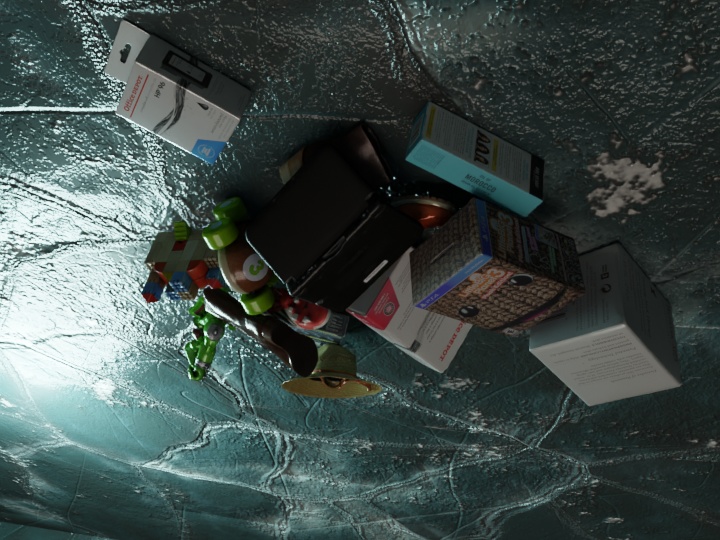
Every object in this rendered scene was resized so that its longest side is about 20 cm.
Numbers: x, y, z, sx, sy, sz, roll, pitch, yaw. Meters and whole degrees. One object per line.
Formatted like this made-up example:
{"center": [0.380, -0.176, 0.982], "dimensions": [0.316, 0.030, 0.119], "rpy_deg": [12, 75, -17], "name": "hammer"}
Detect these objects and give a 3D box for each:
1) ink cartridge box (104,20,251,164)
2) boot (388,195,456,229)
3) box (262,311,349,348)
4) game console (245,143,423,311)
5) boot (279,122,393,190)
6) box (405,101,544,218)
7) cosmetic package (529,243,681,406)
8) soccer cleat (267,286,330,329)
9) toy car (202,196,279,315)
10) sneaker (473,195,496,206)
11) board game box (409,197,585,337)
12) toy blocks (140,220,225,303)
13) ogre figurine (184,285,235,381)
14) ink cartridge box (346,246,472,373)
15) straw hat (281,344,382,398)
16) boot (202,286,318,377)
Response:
{"center": [-0.273, -0.252, 1.029], "dimensions": [0.199, 0.068, 0.116], "rpy_deg": [27, 140, -17], "name": "ink cartridge box"}
{"center": [0.059, -0.059, 1.136], "dimensions": [0.199, 0.108, 0.075], "rpy_deg": [-7, 163, 26], "name": "boot"}
{"center": [-0.131, 0.105, 1.423], "dimensions": [0.199, 0.049, 0.161], "rpy_deg": [16, 160, -3], "name": "box"}
{"center": [-0.038, -0.057, 1.077], "dimensions": [0.200, 0.117, 0.176], "rpy_deg": [-44, 139, 20], "name": "game console"}
{"center": [-0.024, -0.105, 1.089], "dimensions": [0.166, 0.072, 0.201], "rpy_deg": [-18, 101, 29], "name": "boot"}
{"center": [0.165, -0.156, 1.016], "dimensions": [0.199, 0.083, 0.049], "rpy_deg": [24, 142, -14], "name": "box"}
{"center": [0.405, 0.095, 1.194], "dimensions": [0.166, 0.168, 0.200], "rpy_deg": [-24, 131, 37], "name": "cosmetic package"}
{"center": [-0.094, 0.069, 1.224], "dimensions": [0.085, 0.069, 0.200], "rpy_deg": [32, 165, -31], "name": "soccer cleat"}
{"center": [-0.130, -0.049, 1.193], "dimensions": [0.199, 0.158, 0.165], "rpy_deg": [-19, 117, 12], "name": "toy car"}
{"center": [0.162, -0.043, 1.131], "dimensions": [0.082, 0.071, 0.200], "rpy_deg": [-8, 148, -25], "name": "sneaker"}
{"center": [0.200, 0.003, 1.062], "dimensions": [0.199, 0.097, 0.159], "rpy_deg": [18, 142, -26], "name": "board game box"}
{"center": [-0.314, -0.006, 1.293], "dimensions": [0.199, 0.137, 0.100], "rpy_deg": [-4, 139, 19], "name": "toy blocks"}
{"center": [-0.294, 0.107, 1.394], "dimensions": [0.098, 0.200, 0.120], "rpy_deg": [32, 125, -5], "name": "ogre figurine"}
{"center": [0.094, 0.063, 1.246], "dimensions": [0.200, 0.145, 0.084], "rpy_deg": [37, 169, -29], "name": "ink cartridge box"}
{"center": [-0.054, 0.192, 1.414], "dimensions": [0.200, 0.086, 0.201], "rpy_deg": [2, 159, 1], "name": "straw hat"}
{"center": [-0.186, 0.109, 1.311], "dimensions": [0.199, 0.064, 0.187], "rpy_deg": [19, 155, 35], "name": "boot"}
